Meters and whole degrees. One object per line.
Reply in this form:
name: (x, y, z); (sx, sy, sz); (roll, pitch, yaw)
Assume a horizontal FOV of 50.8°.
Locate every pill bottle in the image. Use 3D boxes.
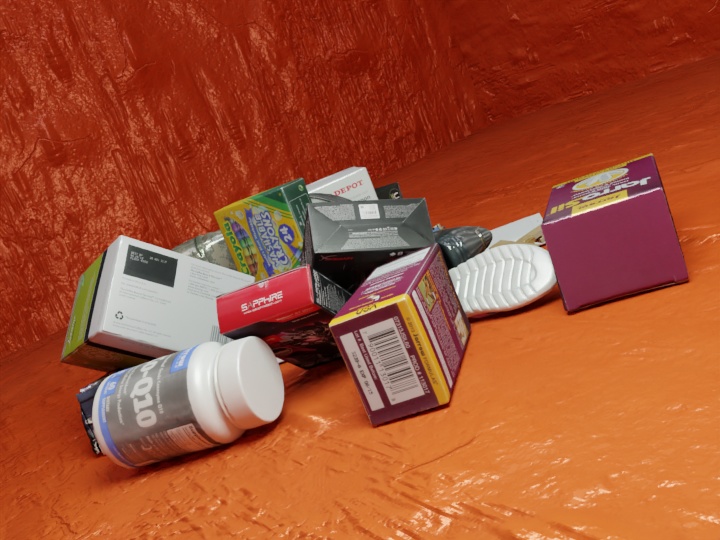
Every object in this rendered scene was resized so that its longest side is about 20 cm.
pill bottle: (-0.193, 0.147, 0.860); (0.197, 0.115, 0.114); (-19, 11, 20)

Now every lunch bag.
lunch bag: (-0.233, 0.018, 1.380); (0.166, 0.202, 0.139); (-26, 13, -5)

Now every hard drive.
hard drive: (0.195, -0.034, 1.191); (0.197, 0.027, 0.132); (-20, 11, 12)

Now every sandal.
sandal: (0.147, 0.025, 0.915); (0.200, 0.084, 0.050); (-19, -32, 29)

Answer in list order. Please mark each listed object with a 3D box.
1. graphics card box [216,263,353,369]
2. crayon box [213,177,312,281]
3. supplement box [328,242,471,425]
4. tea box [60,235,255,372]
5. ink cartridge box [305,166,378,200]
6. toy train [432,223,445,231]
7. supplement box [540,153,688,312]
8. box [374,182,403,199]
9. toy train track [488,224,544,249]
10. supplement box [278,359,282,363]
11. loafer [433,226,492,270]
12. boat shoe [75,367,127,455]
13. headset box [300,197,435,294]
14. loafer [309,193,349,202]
graphics card box: (-0.065, 0.062, 0.906); (0.124, 0.052, 0.200); (-19, -25, 19)
crayon box: (-0.142, -0.050, 1.139); (0.198, 0.127, 0.051); (-12, 14, 45)
supplement box: (0.049, 0.059, 0.794); (0.085, 0.112, 0.200); (-20, 10, 19)
tea box: (-0.283, 0.068, 1.056); (0.198, 0.136, 0.196); (19, -26, -29)
ink cartridge box: (-0.031, -0.066, 1.339); (0.143, 0.203, 0.145); (-23, 10, -7)
toy train: (0.064, -0.017, 1.265); (0.199, 0.034, 0.046); (-35, 0, -8)
supplement box: (0.283, -0.048, 0.854); (0.129, 0.105, 0.200); (-17, 12, 22)
box: (-0.008, -0.086, 1.611); (0.199, 0.126, 0.147); (-30, 14, -38)
toy train track: (0.180, 0.003, 1.031); (0.198, 0.033, 0.115); (-32, 12, -9)
supplement box: (-0.085, 0.050, 1.153); (0.102, 0.103, 0.200); (-19, 11, 17)
loafer: (0.124, -0.025, 1.070); (0.072, 0.074, 0.200); (-27, 9, -12)
boat shoe: (-0.283, 0.165, 1.020); (0.197, 0.094, 0.075); (-24, 10, -8)
headset box: (0.000, 0.000, 0.963); (0.146, 0.078, 0.201); (-3, -33, -12)
loafer: (-0.017, -0.070, 1.205); (0.197, 0.074, 0.072); (22, 8, 9)
